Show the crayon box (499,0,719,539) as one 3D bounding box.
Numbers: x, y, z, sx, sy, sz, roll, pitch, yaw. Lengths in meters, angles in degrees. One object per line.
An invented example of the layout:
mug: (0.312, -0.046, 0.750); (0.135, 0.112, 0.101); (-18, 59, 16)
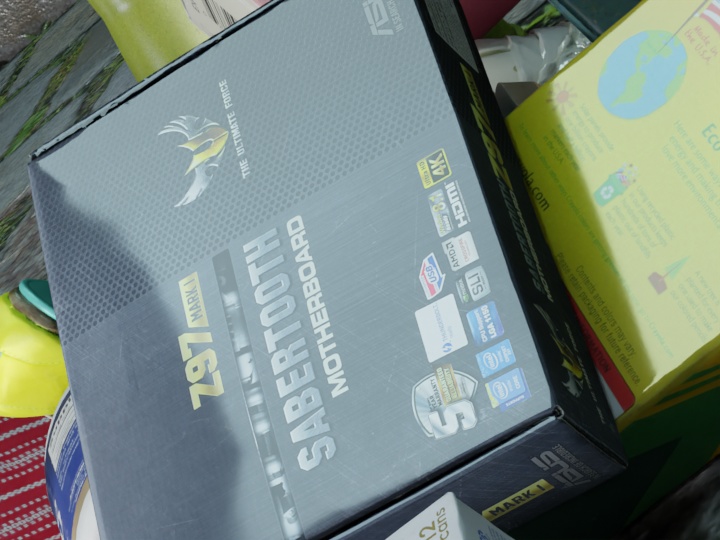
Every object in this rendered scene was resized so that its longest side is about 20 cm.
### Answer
crayon box: (0.093, -0.008, 0.707); (0.200, 0.051, 0.127); (-40, 49, 14)

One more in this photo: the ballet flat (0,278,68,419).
ballet flat: (-0.101, 0.043, 1.017); (0.200, 0.067, 0.067); (5, -66, -55)

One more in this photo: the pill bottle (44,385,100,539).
pill bottle: (-0.064, 0.083, 0.857); (0.111, 0.111, 0.200); (-44, 15, -3)

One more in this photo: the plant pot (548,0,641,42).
plant pot: (0.147, -0.168, 0.857); (0.200, 0.196, 0.196); (-48, 15, 6)

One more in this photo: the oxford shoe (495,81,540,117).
oxford shoe: (0.102, -0.027, 0.828); (0.071, 0.072, 0.200); (-6, 28, -6)

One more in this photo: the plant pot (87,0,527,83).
plant pot: (-0.045, -0.132, 1.217); (0.200, 0.193, 0.200); (-40, 17, 14)

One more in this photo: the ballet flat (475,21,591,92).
ballet flat: (0.053, -0.066, 1.042); (0.200, 0.072, 0.072); (-40, 16, 11)

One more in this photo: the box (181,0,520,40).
box: (0.015, -0.177, 1.072); (0.200, 0.128, 0.109); (-45, -24, -10)

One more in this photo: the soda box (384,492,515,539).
soda box: (0.027, 0.146, 0.461); (0.068, 0.064, 0.200); (-38, 32, 22)

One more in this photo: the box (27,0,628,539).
box: (-0.019, 0.009, 0.710); (0.157, 0.051, 0.200); (-30, 52, 19)

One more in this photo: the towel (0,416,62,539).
towel: (-0.174, 0.088, 1.009); (0.144, 0.023, 0.200); (-19, 34, -36)
